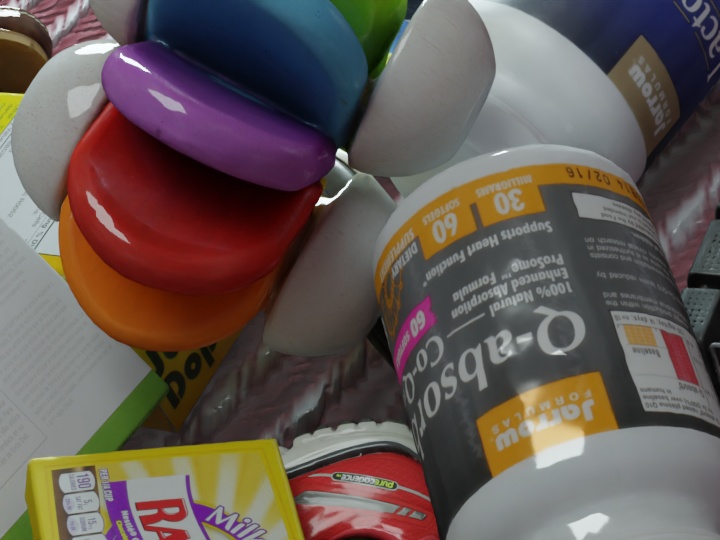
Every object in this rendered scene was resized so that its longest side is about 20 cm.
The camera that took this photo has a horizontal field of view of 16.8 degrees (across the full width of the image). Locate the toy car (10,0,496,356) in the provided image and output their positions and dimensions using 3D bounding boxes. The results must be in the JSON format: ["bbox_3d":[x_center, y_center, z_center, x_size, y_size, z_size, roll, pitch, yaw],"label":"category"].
[{"bbox_3d":[-0.056,-0.058,0.980,0.174,0.201,0.150,29,22,7],"label":"toy car"}]

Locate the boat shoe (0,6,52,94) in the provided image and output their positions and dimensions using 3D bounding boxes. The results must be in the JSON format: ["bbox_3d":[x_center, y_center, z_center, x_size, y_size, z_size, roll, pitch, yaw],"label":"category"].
[{"bbox_3d":[-0.260,-0.115,1.371,0.199,0.071,0.071,-12,46,21],"label":"boat shoe"}]

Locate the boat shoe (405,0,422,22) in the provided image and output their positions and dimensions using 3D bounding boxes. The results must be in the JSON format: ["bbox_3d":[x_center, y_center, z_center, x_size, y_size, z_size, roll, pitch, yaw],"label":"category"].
[{"bbox_3d":[0.002,-0.173,1.254,0.199,0.091,0.071,11,54,38],"label":"boat shoe"}]

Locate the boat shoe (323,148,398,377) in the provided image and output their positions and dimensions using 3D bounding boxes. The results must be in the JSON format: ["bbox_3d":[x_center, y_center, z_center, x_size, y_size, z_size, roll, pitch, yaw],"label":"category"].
[{"bbox_3d":[0.000,0.000,1.094,0.057,0.067,0.200,-35,43,-14],"label":"boat shoe"}]

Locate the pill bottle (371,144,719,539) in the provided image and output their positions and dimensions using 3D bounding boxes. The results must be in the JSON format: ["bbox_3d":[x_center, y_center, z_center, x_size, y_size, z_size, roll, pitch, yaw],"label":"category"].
[{"bbox_3d":[0.079,0.060,0.924,0.116,0.117,0.201,-22,53,9],"label":"pill bottle"}]

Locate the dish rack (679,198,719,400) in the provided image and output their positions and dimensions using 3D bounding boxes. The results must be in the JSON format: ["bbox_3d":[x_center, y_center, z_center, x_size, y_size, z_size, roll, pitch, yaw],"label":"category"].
[{"bbox_3d":[0.228,-0.005,0.970,0.199,0.055,0.154,4,52,32],"label":"dish rack"}]

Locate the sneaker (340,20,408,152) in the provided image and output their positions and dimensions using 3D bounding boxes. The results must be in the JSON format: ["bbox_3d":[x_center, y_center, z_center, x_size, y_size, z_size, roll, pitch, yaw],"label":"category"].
[{"bbox_3d":[-0.054,-0.087,1.226,0.198,0.076,0.105,-2,34,20],"label":"sneaker"}]

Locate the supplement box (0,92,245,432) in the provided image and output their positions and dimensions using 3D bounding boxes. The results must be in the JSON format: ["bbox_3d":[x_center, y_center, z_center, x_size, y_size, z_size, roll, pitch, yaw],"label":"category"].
[{"bbox_3d":[-0.157,-0.008,1.166,0.199,0.110,0.109,7,52,37],"label":"supplement box"}]

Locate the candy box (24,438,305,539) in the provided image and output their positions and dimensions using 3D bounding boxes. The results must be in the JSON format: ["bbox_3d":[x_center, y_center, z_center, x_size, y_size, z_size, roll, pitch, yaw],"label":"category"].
[{"bbox_3d":[-0.060,0.140,0.889,0.101,0.027,0.201,-2,40,-16],"label":"candy box"}]

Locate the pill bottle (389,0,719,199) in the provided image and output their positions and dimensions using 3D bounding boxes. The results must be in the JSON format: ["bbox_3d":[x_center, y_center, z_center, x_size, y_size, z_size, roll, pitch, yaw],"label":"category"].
[{"bbox_3d":[0.102,-0.103,1.100,0.115,0.116,0.200,19,61,43],"label":"pill bottle"}]

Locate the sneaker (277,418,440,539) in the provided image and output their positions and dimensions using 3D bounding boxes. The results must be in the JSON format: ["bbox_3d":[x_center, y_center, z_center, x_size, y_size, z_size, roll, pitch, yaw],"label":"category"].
[{"bbox_3d":[-0.054,0.126,0.990,0.199,0.077,0.085,-23,45,9],"label":"sneaker"}]

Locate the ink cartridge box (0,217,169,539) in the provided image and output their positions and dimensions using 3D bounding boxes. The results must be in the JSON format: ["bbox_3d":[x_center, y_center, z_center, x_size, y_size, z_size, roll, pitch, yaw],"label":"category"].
[{"bbox_3d":[-0.198,0.032,1.009,0.076,0.200,0.148,-41,6,38],"label":"ink cartridge box"}]
